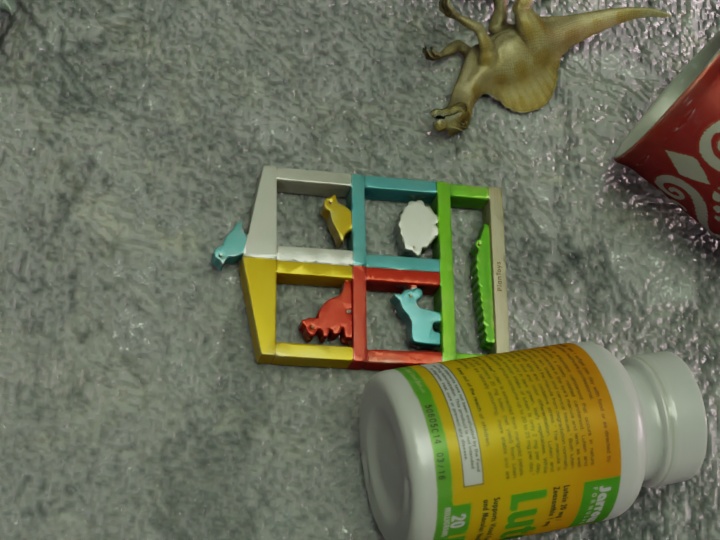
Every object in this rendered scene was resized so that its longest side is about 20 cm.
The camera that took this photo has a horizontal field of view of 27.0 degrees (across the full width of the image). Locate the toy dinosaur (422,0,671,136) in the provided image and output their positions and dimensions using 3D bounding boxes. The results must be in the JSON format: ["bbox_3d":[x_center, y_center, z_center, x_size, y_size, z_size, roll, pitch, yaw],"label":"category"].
[{"bbox_3d":[0.115,-0.167,1.074,0.199,0.058,0.102,-31,94,-15],"label":"toy dinosaur"}]

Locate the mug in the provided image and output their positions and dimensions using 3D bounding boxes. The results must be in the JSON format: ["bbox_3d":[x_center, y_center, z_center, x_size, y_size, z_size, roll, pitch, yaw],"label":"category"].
[{"bbox_3d":[0.289,-0.058,1.011,0.200,0.178,0.134,42,97,-1],"label":"mug"}]

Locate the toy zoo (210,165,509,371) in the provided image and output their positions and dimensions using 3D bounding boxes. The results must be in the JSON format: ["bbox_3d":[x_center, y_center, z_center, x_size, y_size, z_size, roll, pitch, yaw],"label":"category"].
[{"bbox_3d":[0.000,0.000,0.988,0.197,0.020,0.133,4,69,-13],"label":"toy zoo"}]

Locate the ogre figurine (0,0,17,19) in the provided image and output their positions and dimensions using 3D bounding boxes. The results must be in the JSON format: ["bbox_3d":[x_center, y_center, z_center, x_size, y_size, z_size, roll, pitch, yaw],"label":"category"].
[{"bbox_3d":[-0.291,-0.206,0.953,0.197,0.098,0.121,8,55,-23],"label":"ogre figurine"}]

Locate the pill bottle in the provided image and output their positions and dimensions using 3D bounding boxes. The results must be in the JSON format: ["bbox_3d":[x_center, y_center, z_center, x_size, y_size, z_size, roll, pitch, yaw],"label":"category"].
[{"bbox_3d":[0.107,0.104,0.925,0.197,0.111,0.113,-7,71,-17],"label":"pill bottle"}]
